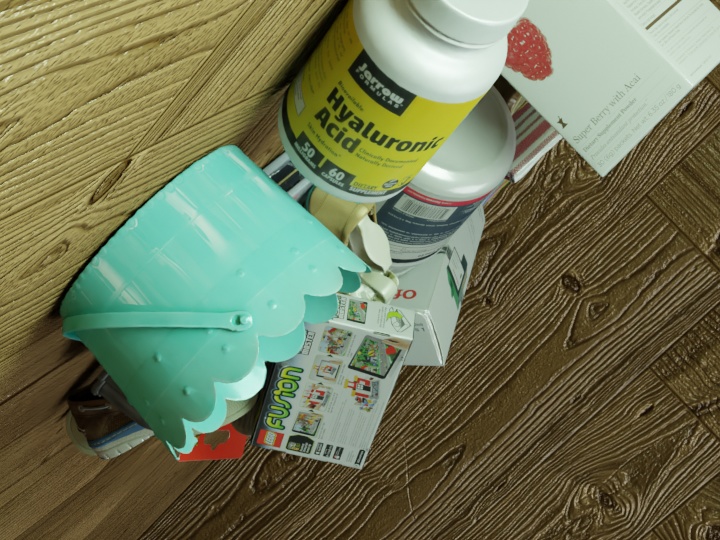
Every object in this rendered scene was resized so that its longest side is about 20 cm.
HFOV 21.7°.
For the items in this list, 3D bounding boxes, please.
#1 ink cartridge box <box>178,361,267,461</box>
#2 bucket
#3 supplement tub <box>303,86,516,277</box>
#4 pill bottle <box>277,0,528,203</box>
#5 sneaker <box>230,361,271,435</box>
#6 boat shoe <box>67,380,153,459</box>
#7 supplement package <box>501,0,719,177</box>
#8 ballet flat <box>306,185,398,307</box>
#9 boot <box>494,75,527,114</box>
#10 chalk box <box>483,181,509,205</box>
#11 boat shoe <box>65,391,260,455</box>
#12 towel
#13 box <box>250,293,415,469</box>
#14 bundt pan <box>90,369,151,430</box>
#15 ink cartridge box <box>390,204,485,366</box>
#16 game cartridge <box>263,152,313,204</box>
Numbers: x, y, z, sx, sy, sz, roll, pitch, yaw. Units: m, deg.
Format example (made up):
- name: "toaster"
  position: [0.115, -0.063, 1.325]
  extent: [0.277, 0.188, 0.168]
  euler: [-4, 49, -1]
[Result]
- name: "ink cartridge box"
  position: [-0.098, 0.101, 1.856]
  extent: [0.201, 0.047, 0.160]
  euler: [-70, 160, 3]
- name: "bucket"
  position: [-0.107, 0.020, 1.339]
  extent: [0.207, 0.135, 0.207]
  euler: [-44, 175, -5]
- name: "supplement tub"
  position: [0.040, -0.087, 1.682]
  extent: [0.140, 0.140, 0.200]
  euler: [-41, 175, -35]
- name: "pill bottle"
  position: [0.030, -0.140, 1.259]
  extent: [0.111, 0.111, 0.200]
  euler: [-41, 174, -40]
- name: "sneaker"
  position: [-0.034, 0.092, 1.778]
  extent: [0.199, 0.074, 0.082]
  euler: [-29, 167, 28]
- name: "boat shoe"
  position: [-0.177, 0.096, 1.661]
  extent: [0.200, 0.072, 0.072]
  euler: [-32, -159, 19]
- name: "supplement package"
  position: [0.178, -0.200, 1.487]
  extent: [0.121, 0.200, 0.120]
  euler: [-48, 175, 41]
- name: "ballet flat"
  position: [0.000, 0.000, 1.620]
  extent: [0.069, 0.063, 0.200]
  euler: [-52, 148, -24]
- name: "boot"
  position: [0.149, -0.197, 1.815]
  extent: [0.200, 0.073, 0.155]
  euler: [-52, 173, 38]
- name: "chalk box"
  position: [0.086, -0.114, 2.008]
  extent: [0.200, 0.125, 0.124]
  euler: [-40, 174, -32]
- name: "boat shoe"
  position: [-0.180, 0.120, 1.766]
  extent: [0.199, 0.072, 0.068]
  euler: [-15, -174, 23]
- name: "towel"
  position: [0.154, -0.155, 1.859]
  extent: [0.146, 0.030, 0.200]
  euler: [-43, -150, -10]
- name: "box"
  position: [-0.027, 0.098, 1.675]
  extent: [0.200, 0.109, 0.035]
  euler: [110, -9, -48]
- name: "bundt pan"
  position: [-0.122, 0.057, 1.530]
  extent: [0.202, 0.076, 0.202]
  euler: [-44, 177, -3]
- name: "ink cartridge box"
  position: [0.028, -0.005, 1.834]
  extent: [0.085, 0.145, 0.201]
  euler: [70, 29, -43]
- name: "game cartridge"
  position: [-0.109, -0.028, 1.565]
  extent: [0.200, 0.041, 0.133]
  euler: [-42, 179, -35]
